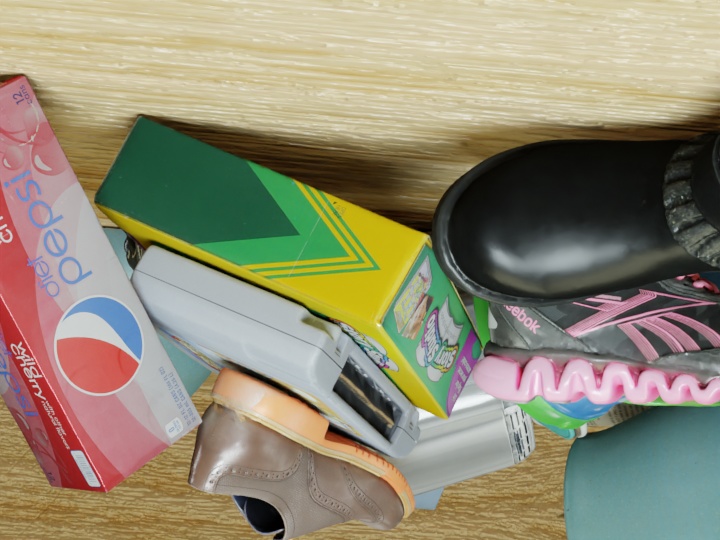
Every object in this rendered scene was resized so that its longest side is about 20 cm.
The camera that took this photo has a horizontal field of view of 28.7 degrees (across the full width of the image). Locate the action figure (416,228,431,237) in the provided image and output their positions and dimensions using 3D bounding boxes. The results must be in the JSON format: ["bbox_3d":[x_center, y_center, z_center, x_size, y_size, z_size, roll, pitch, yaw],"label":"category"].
[{"bbox_3d":[0.000,0.000,0.980,0.200,0.069,0.130,0,159,-1],"label":"action figure"}]

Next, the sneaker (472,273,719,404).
[{"bbox_3d":[0.156,0.022,0.720,0.200,0.095,0.079,0,176,15],"label":"sneaker"}]

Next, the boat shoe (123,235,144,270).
[{"bbox_3d":[-0.135,-0.011,0.978,0.057,0.069,0.200,19,168,6],"label":"boat shoe"}]

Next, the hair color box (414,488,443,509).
[{"bbox_3d":[0.014,0.092,1.147,0.099,0.200,0.061,6,137,-10],"label":"hair color box"}]

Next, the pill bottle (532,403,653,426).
[{"bbox_3d":[0.236,0.069,1.134,0.200,0.113,0.113,-2,169,23],"label":"pill bottle"}]

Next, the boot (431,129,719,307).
[{"bbox_3d":[0.143,-0.032,0.620,0.211,0.079,0.158,-8,178,-5],"label":"boot"}]

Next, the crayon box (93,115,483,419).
[{"bbox_3d":[-0.031,0.004,0.789,0.172,0.058,0.200,22,168,19],"label":"crayon box"}]

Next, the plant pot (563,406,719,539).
[{"bbox_3d":[0.256,0.176,1.022,0.188,0.200,0.200,-11,165,25],"label":"plant pot"}]

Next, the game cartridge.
[{"bbox_3d":[-0.048,0.049,0.790,0.133,0.042,0.200,17,166,22],"label":"game cartridge"}]

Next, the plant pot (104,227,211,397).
[{"bbox_3d":[-0.194,0.048,1.176,0.200,0.135,0.200,5,171,1],"label":"plant pot"}]

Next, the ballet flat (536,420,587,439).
[{"bbox_3d":[0.116,0.054,1.095,0.069,0.069,0.200,15,-164,-49],"label":"ballet flat"}]

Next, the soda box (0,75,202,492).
[{"bbox_3d":[-0.161,0.009,0.704,0.070,0.200,0.063,-36,-161,-35],"label":"soda box"}]

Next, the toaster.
[{"bbox_3d":[0.047,0.083,0.977,0.129,0.114,0.200,-15,154,3],"label":"toaster"}]

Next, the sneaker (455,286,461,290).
[{"bbox_3d":[-0.001,0.020,1.073,0.200,0.081,0.075,4,170,-4],"label":"sneaker"}]

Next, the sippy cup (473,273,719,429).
[{"bbox_3d":[0.157,0.014,0.821,0.178,0.140,0.130,1,165,-46],"label":"sippy cup"}]

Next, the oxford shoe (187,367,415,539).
[{"bbox_3d":[-0.035,0.123,0.814,0.071,0.073,0.200,18,166,39],"label":"oxford shoe"}]
